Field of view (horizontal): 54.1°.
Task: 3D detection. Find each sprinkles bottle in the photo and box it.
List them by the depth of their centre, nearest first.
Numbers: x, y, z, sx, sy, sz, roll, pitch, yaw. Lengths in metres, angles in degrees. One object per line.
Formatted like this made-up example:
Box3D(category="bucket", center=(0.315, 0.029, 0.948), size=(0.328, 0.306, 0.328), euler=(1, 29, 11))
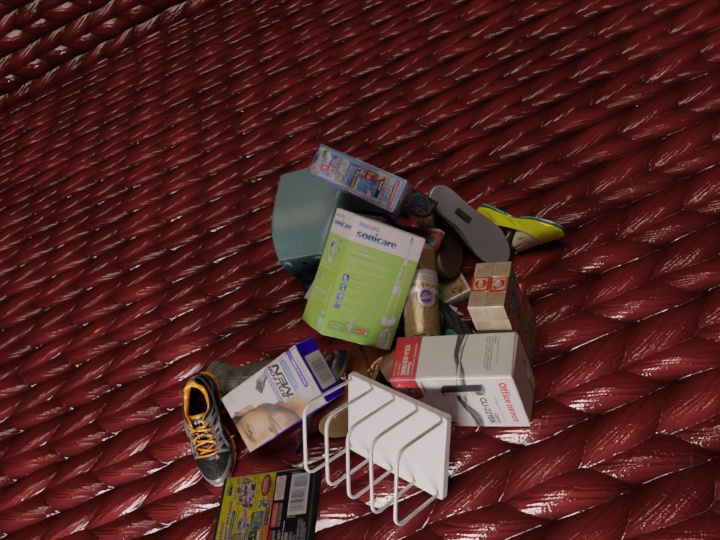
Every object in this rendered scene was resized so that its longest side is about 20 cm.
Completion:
Box3D(category="sprinkles bottle", center=(0.105, 0.056, 1.223), size=(0.067, 0.068, 0.204), euler=(-10, 64, 19))

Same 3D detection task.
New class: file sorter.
Box3D(category="file sorter", center=(0.022, 0.270, 1.072), size=(0.198, 0.142, 0.123), euler=(17, 26, 39))

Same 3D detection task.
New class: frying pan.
Box3D(category="frying pan", center=(-0.079, 0.222, 1.269), size=(0.192, 0.031, 0.115), euler=(-57, 11, 6))

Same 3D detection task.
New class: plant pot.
Box3D(category="plant pot", center=(-0.069, -0.073, 1.438), size=(0.193, 0.197, 0.203), euler=(-8, 51, 34))

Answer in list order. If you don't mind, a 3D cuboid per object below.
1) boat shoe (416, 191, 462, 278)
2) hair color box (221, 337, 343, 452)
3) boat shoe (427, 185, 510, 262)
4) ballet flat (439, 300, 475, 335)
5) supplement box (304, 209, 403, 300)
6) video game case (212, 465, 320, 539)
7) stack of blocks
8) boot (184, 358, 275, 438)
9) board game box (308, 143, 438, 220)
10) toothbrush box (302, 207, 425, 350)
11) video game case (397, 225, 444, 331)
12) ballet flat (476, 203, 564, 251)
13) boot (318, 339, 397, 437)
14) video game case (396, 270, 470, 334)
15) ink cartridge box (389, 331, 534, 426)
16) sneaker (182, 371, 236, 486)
Box3D(category="boat shoe", center=(0.150, -0.061, 1.384), size=(0.064, 0.070, 0.203), euler=(-43, 38, 38))
Box3D(category="hair color box", center=(-0.137, 0.215, 1.209), size=(0.199, 0.064, 0.110), euler=(-37, 80, 29))
Box3D(category="boat shoe", center=(0.206, -0.086, 1.349), size=(0.069, 0.200, 0.057), euler=(-45, -1, -5))
Box3D(category="ballet flat", center=(0.164, 0.107, 1.244), size=(0.072, 0.074, 0.200), euler=(-34, 39, -6))
Box3D(category="supplement box", center=(0.000, 0.000, 1.318), size=(0.103, 0.101, 0.202), euler=(11, 67, 53))
Box3D(category="video game case", center=(-0.157, 0.424, 1.138), size=(0.177, 0.026, 0.203), euler=(-13, 46, 18))
Box3D(category="stack of blocks", center=(0.232, 0.075, 1.130), size=(0.057, 0.201, 0.117), euler=(-3, 48, 25))
Box3D(category="boot", center=(-0.218, 0.239, 1.329), size=(0.196, 0.073, 0.184), euler=(2, 52, 21))
Box3D(category="board game box", center=(0.039, -0.143, 1.272), size=(0.199, 0.198, 0.063), euler=(31, 96, 46))
Box3D(category="toothbrush box", center=(0.005, 0.016, 1.198), size=(0.086, 0.143, 0.204), euler=(27, 101, 59))
Box3D(category="video game case", center=(0.071, 0.010, 1.342), size=(0.142, 0.017, 0.203), euler=(10, 72, 53))
Box3D(category="ballet flat", center=(0.297, -0.074, 1.352), size=(0.198, 0.066, 0.068), euler=(23, 83, 44))
Box3D(category="boot", center=(-0.006, 0.194, 1.255), size=(0.198, 0.074, 0.155), euler=(-34, 35, -4))
Box3D(category="video game case", center=(0.104, 0.020, 1.387), size=(0.179, 0.023, 0.201), euler=(-26, 41, 4))
Box3D(category="ink cartridge box", center=(0.164, 0.175, 1.112), size=(0.196, 0.145, 0.085), euler=(-6, 47, 24))
Box3D(category="sneaker", center=(-0.278, 0.282, 1.252), size=(0.077, 0.077, 0.204), euler=(-18, 80, 5))
